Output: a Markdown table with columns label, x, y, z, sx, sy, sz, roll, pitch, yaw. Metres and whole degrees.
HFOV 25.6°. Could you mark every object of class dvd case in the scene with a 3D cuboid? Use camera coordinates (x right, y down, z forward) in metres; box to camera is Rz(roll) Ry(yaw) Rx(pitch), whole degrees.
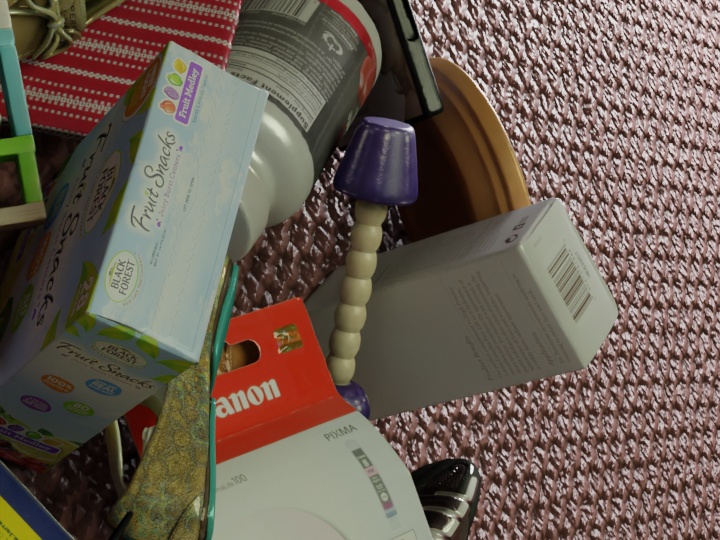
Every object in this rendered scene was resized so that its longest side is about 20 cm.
| label | x | y | z | sx | sy | sz | roll | pitch | yaw |
| --- | --- | --- | --- | --- | --- | --- | --- | --- | --- |
| dvd case | -0.009 | -0.193 | 1.141 | 0.018 | 0.143 | 0.200 | -19 | 92 | -26 |

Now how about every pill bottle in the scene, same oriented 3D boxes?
| label | x | y | z | sx | sy | sz | roll | pitch | yaw |
| --- | --- | --- | --- | --- | --- | --- | --- | --- | --- |
| pill bottle | -0.069 | -0.098 | 1.038 | 0.111 | 0.111 | 0.200 | 53 | 43 | -25 |

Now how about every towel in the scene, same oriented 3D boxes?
| label | x | y | z | sx | sy | sz | roll | pitch | yaw |
| --- | --- | --- | --- | --- | --- | --- | --- | --- | --- |
| towel | -0.147 | -0.160 | 0.980 | 0.145 | 0.022 | 0.200 | 11 | 59 | 0 |

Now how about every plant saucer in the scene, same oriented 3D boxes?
| label | x | y | z | sx | sy | sz | roll | pitch | yaw |
| --- | --- | --- | --- | --- | --- | --- | --- | --- | --- |
| plant saucer | 0.067 | -0.055 | 1.166 | 0.037 | 0.200 | 0.200 | -20 | 93 | -16 |

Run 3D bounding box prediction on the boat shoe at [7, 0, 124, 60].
| label | x | y | z | sx | sy | sz | roll | pitch | yaw |
| --- | --- | --- | --- | --- | --- | --- | --- | --- | --- |
| boat shoe | -0.158 | -0.175 | 0.934 | 0.063 | 0.073 | 0.201 | 39 | 60 | 18 |

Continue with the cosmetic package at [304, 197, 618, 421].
| label | x | y | z | sx | sy | sz | roll | pitch | yaw |
| --- | --- | --- | --- | --- | --- | --- | --- | --- | --- |
| cosmetic package | 0.064 | 0.030 | 1.094 | 0.102 | 0.200 | 0.074 | 61 | 40 | -17 |

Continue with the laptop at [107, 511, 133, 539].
| label | x | y | z | sx | sy | sz | roll | pitch | yaw |
| --- | --- | --- | --- | --- | --- | --- | --- | --- | --- |
| laptop | -0.142 | 0.255 | 0.819 | 0.200 | 0.103 | 0.177 | 60 | 40 | -29 |

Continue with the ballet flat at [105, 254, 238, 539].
| label | x | y | z | sx | sy | sz | roll | pitch | yaw |
| --- | --- | --- | --- | --- | --- | --- | --- | --- | --- |
| ballet flat | -0.108 | 0.065 | 0.889 | 0.071 | 0.071 | 0.200 | 38 | 39 | -37 |

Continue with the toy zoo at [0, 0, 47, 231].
| label | x | y | z | sx | sy | sz | roll | pitch | yaw |
| --- | --- | --- | --- | --- | --- | --- | --- | --- | --- |
| toy zoo | -0.251 | -0.113 | 0.851 | 0.131 | 0.020 | 0.200 | -11 | 84 | -18 |

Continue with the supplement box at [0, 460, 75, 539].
| label | x | y | z | sx | sy | sz | roll | pitch | yaw |
| --- | --- | --- | --- | --- | --- | --- | --- | --- | --- |
| supplement box | -0.237 | 0.183 | 0.743 | 0.110 | 0.109 | 0.200 | 53 | 43 | -24 |

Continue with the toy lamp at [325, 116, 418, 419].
| label | x | y | z | sx | sy | sz | roll | pitch | yaw |
| --- | --- | --- | --- | --- | --- | --- | --- | --- | --- |
| toy lamp | 0.000 | 0.000 | 1.039 | 0.058 | 0.058 | 0.200 | -10 | 114 | -52 |

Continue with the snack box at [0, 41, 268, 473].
| label | x | y | z | sx | sy | sz | roll | pitch | yaw |
| --- | --- | --- | --- | --- | --- | --- | --- | --- | --- |
| snack box | -0.138 | -0.002 | 0.854 | 0.068 | 0.200 | 0.169 | 27 | 55 | -23 |

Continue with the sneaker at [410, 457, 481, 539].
| label | x | y | z | sx | sy | sz | roll | pitch | yaw |
| --- | --- | --- | --- | --- | --- | --- | --- | --- | --- |
| sneaker | 0.041 | 0.234 | 1.108 | 0.200 | 0.076 | 0.116 | -53 | 123 | -34 |

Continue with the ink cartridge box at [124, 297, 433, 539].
| label | x | y | z | sx | sy | sz | roll | pitch | yaw |
| --- | --- | --- | --- | --- | --- | --- | --- | --- | --- |
| ink cartridge box | -0.046 | 0.124 | 0.948 | 0.163 | 0.057 | 0.200 | -17 | 90 | -43 |

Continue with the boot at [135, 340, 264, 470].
| label | x | y | z | sx | sy | sz | roll | pitch | yaw |
| --- | --- | --- | --- | --- | --- | --- | --- | --- | --- |
| boot | -0.064 | 0.123 | 1.020 | 0.200 | 0.077 | 0.155 | 8 | 67 | -42 |
